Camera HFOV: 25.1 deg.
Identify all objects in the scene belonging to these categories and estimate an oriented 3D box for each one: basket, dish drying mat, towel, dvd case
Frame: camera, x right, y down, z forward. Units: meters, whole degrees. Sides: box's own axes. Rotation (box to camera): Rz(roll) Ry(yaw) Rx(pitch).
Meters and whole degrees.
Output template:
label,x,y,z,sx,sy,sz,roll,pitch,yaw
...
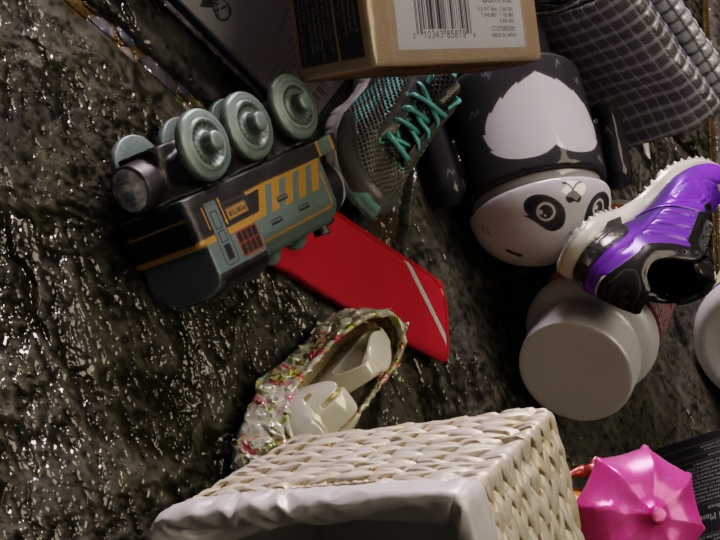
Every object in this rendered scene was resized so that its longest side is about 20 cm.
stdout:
label,x,y,z,sx,sy,sz,roll,pitch,yaw
basket,0.020,0.193,0.913,0.161,0.197,0.201,-34,112,-61
dish drying mat,0.000,0.000,1.188,0.200,0.018,0.077,33,47,-42
towel,0.203,-0.182,1.435,0.166,0.200,0.086,45,52,-27
dvd case,-0.061,-0.220,1.149,0.150,0.025,0.200,-52,123,-9

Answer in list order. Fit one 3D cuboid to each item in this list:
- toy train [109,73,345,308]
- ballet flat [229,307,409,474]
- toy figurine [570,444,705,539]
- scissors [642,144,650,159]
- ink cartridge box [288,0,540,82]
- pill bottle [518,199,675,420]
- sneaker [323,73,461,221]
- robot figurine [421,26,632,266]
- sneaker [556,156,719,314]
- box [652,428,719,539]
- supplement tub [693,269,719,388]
label,x,y,z,sx,sy,sz,roll,pitch,yaw
toy train,-0.081,-0.054,1.047,0.200,0.085,0.114,-31,102,-55
ballet flat,-0.023,0.080,1.065,0.076,0.064,0.200,56,35,-18
toy figurine,0.162,0.183,1.157,0.200,0.184,0.151,-29,95,-58
scissors,0.293,-0.213,1.744,0.073,0.014,0.201,-3,71,-58
ink cartridge box,0.036,-0.220,1.133,0.200,0.075,0.166,-12,96,-49
pill bottle,0.206,0.033,1.377,0.114,0.114,0.200,57,34,-15
sneaker,0.033,-0.123,1.244,0.078,0.091,0.200,45,39,-29
robot figurine,0.138,-0.103,1.349,0.125,0.150,0.201,25,50,-63
sneaker,0.254,-0.019,1.312,0.099,0.070,0.200,38,49,26
box,0.347,0.266,1.446,0.200,0.104,0.183,34,44,-40
supplement tub,0.434,0.037,1.675,0.145,0.145,0.200,60,33,-10
